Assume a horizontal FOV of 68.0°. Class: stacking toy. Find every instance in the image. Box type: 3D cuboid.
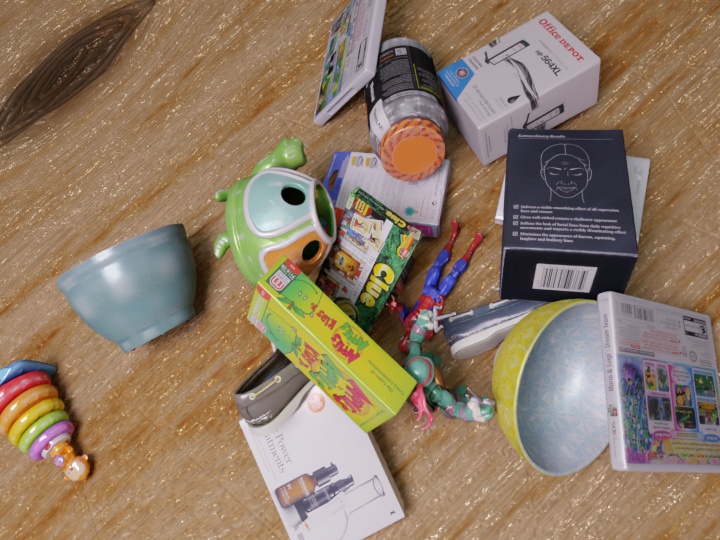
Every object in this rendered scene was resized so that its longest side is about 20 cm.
[{"bbox_3d":[-0.484,0.245,0.816,0.199,0.110,0.116,42,81,11],"label":"stacking toy"}]

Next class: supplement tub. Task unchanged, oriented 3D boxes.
[{"bbox_3d":[0.067,-0.242,0.803,0.118,0.124,0.205,-11,52,9],"label":"supplement tub"}]

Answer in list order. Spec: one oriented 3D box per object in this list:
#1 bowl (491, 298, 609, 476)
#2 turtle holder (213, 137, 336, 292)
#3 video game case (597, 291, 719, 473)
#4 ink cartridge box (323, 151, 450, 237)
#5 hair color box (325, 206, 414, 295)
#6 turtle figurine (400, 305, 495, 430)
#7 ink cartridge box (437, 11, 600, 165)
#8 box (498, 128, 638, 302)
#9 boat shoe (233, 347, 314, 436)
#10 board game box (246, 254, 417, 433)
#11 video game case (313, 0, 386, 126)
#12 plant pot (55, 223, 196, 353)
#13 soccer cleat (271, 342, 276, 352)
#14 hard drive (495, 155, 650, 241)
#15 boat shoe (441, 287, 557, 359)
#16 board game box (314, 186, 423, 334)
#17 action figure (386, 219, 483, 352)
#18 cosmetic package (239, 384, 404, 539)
[{"bbox_3d":[0.227,0.129,0.657,0.203,0.199,0.107,-54,26,-9],"label":"bowl"},{"bbox_3d":[-0.098,-0.068,0.690,0.128,0.144,0.188,-17,32,19],"label":"turtle holder"},{"bbox_3d":[0.352,0.132,0.616,0.194,0.024,0.190,11,72,-27],"label":"video game case"},{"bbox_3d":[0.036,-0.122,0.831,0.192,0.042,0.123,9,63,14],"label":"ink cartridge box"},{"bbox_3d":[-0.024,-0.041,0.787,0.194,0.111,0.066,21,77,20],"label":"hair color box"},{"bbox_3d":[0.091,0.126,0.652,0.098,0.201,0.154,-24,67,2],"label":"turtle figurine"},{"bbox_3d":[0.236,-0.278,0.808,0.195,0.085,0.149,-29,55,3],"label":"ink cartridge box"},{"bbox_3d":[0.254,-0.071,0.677,0.143,0.109,0.206,4,56,15],"label":"box"},{"bbox_3d":[-0.080,0.111,0.677,0.070,0.061,0.202,-2,37,44],"label":"boat shoe"},{"bbox_3d":[-0.038,0.088,0.603,0.199,0.102,0.048,43,58,4],"label":"board game box"},{"bbox_3d":[-0.016,-0.367,0.881,0.021,0.180,0.208,17,71,-27],"label":"video game case"},{"bbox_3d":[-0.329,0.037,0.805,0.195,0.200,0.138,-26,94,3],"label":"plant pot"},{"bbox_3d":[-0.077,0.151,0.751,0.068,0.078,0.203,-34,67,0],"label":"soccer cleat"},{"bbox_3d":[0.307,-0.114,0.779,0.193,0.026,0.136,13,75,18],"label":"hard drive"},{"bbox_3d":[0.203,0.054,0.719,0.195,0.075,0.064,-28,61,14],"label":"boat shoe"},{"bbox_3d":[0.000,0.000,0.708,0.103,0.203,0.024,33,41,9],"label":"board game box"},{"bbox_3d":[0.102,0.019,0.747,0.064,0.099,0.204,26,81,21],"label":"action figure"},{"bbox_3d":[-0.049,0.250,0.693,0.147,0.052,0.205,-27,87,0],"label":"cosmetic package"}]
